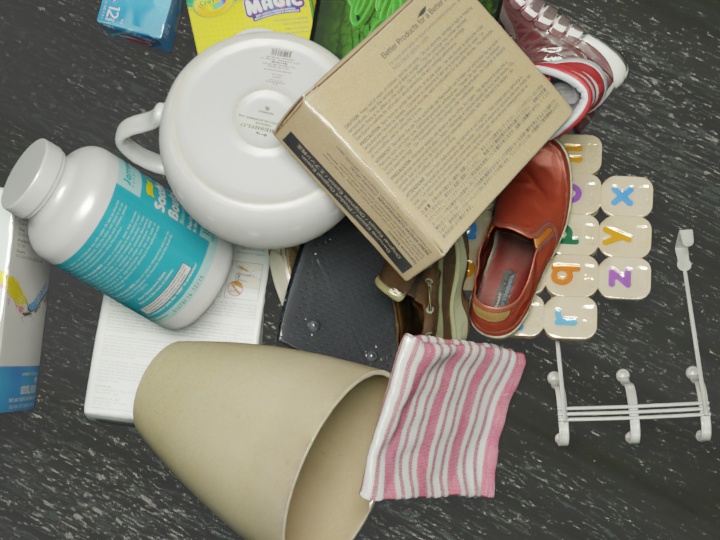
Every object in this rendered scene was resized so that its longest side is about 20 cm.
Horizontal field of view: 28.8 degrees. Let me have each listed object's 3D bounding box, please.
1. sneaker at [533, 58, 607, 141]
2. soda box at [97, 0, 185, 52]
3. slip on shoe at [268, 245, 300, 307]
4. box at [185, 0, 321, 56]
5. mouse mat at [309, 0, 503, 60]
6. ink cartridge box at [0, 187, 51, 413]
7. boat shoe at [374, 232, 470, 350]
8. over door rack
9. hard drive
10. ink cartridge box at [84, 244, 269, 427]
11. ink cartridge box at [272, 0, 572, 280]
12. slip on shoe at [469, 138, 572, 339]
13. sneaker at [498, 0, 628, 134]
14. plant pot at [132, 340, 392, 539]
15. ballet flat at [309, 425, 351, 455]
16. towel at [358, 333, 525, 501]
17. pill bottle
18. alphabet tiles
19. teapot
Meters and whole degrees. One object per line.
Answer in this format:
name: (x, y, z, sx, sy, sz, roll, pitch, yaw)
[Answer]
sneaker: (0.121, -0.148, 1.271, 0.197, 0.112, 0.072, -12, 101, 17)
soda box: (-0.193, -0.322, 1.364, 0.067, 0.064, 0.203, 15, 87, 3)
slip on shoe: (-0.053, -0.029, 1.336, 0.060, 0.076, 0.203, -15, 78, 10)
box: (-0.088, -0.203, 1.271, 0.116, 0.049, 0.202, -4, 119, 11)
mouse mat: (0.030, -0.179, 1.241, 0.159, 0.008, 0.202, 12, 120, 0)
ink cartridge box: (-0.378, 0.024, 1.306, 0.145, 0.145, 0.203, 6, 86, 3)
boat shoe: (0.050, 0.001, 1.228, 0.074, 0.075, 0.204, -28, 128, -22)
over door rack: (0.250, 0.066, 1.327, 0.145, 0.067, 0.203, -2, 72, 2)
hard drive: (0.000, 0.000, 1.305, 0.134, 0.042, 0.202, 28, 69, -22)
ink cartridge box: (-0.172, 0.054, 1.356, 0.160, 0.050, 0.203, 7, 72, 3)
ink cartridge box: (0.053, -0.120, 1.135, 0.165, 0.075, 0.200, 47, 59, -4)
slip on shoe: (0.147, -0.037, 1.286, 0.073, 0.061, 0.202, 16, 74, 15)
sneaker: (0.148, -0.201, 1.340, 0.199, 0.076, 0.116, 33, 91, 3)
plant pot: (-0.095, 0.140, 1.227, 0.198, 0.187, 0.189, 22, 87, 24)
ballet flat: (-0.006, 0.144, 1.326, 0.198, 0.068, 0.064, -27, 122, 9)
towel: (0.079, 0.136, 1.264, 0.030, 0.199, 0.148, 16, 93, 36)
pill bottle: (-0.218, -0.037, 1.253, 0.199, 0.111, 0.112, 33, 87, -32)
alphabet tiles: (0.176, -0.033, 1.320, 0.193, 0.015, 0.203, 2, 73, 9)
teapot: (-0.084, -0.098, 1.217, 0.196, 0.146, 0.201, -33, 74, -14)
